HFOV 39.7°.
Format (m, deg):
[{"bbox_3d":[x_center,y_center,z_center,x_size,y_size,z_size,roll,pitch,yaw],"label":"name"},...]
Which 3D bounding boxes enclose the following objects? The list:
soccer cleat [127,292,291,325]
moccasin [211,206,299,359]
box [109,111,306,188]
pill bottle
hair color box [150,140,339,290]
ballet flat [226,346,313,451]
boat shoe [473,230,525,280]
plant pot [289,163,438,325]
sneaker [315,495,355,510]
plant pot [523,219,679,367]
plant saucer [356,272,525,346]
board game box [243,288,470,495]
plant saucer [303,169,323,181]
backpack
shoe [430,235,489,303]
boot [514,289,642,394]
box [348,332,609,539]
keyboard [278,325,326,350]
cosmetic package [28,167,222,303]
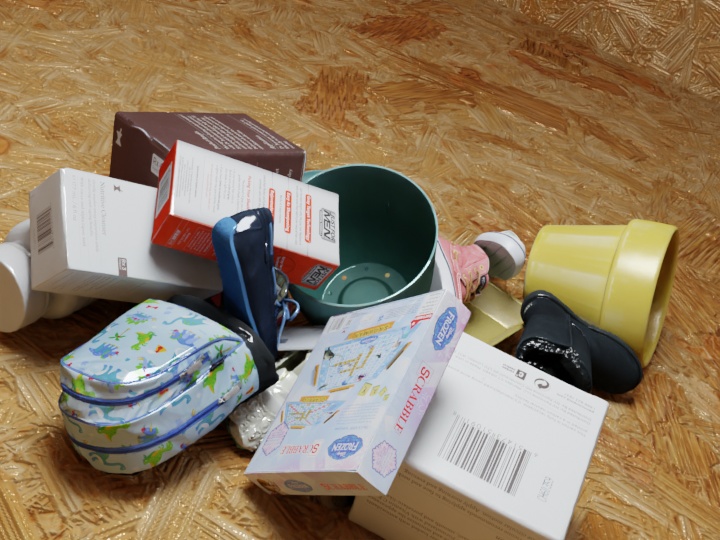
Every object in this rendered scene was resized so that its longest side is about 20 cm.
[{"bbox_3d":[-0.179,0.043,1.193,0.196,0.073,0.069,1,65,5],"label":"soccer cleat"},{"bbox_3d":[-0.100,0.023,1.037,0.068,0.202,0.080,-29,53,-24],"label":"moccasin"},{"bbox_3d":[-0.202,-0.102,1.289,0.198,0.167,0.165,-6,28,-37],"label":"box"},{"bbox_3d":[-0.337,-0.011,1.126,0.113,0.116,0.200,29,33,17],"label":"pill bottle"},{"bbox_3d":[-0.121,-0.058,1.086,0.198,0.061,0.103,17,52,-25],"label":"hair color box"},{"bbox_3d":[-0.081,0.122,1.102,0.071,0.073,0.200,26,29,11],"label":"ballet flat"},{"bbox_3d":[0.199,-0.030,1.426,0.066,0.200,0.074,-36,94,-13],"label":"boat shoe"},{"bbox_3d":[0.000,0.000,1.227,0.197,0.162,0.203,-3,56,5],"label":"plant pot"},{"bbox_3d":[-0.022,0.185,1.065,0.074,0.072,0.200,8,22,18],"label":"sneaker"},{"bbox_3d":[0.341,0.017,1.435,0.186,0.204,0.200,14,26,23],"label":"plant pot"},{"bbox_3d":[0.115,0.053,1.366,0.199,0.049,0.199,36,34,25],"label":"plant saucer"},{"bbox_3d":[-0.005,0.121,0.966,0.041,0.199,0.201,42,60,-21],"label":"board game box"},{"bbox_3d":[-0.021,-0.089,1.532,0.197,0.036,0.201,16,30,-9],"label":"plant saucer"},{"bbox_3d":[-0.204,0.110,0.986,0.162,0.155,0.200,22,54,32],"label":"backpack"},{"bbox_3d":[0.130,0.015,1.317,0.090,0.072,0.201,10,28,-11],"label":"shoe"},{"bbox_3d":[0.281,0.124,1.280,0.199,0.077,0.169,38,25,-6],"label":"boot"},{"bbox_3d":[0.122,0.194,1.016,0.197,0.132,0.201,26,42,9],"label":"box"},{"bbox_3d":[-0.092,0.080,1.142,0.197,0.011,0.056,-4,23,14],"label":"keyboard"},{"bbox_3d":[-0.250,-0.029,1.077,0.198,0.081,0.115,7,68,-45],"label":"cosmetic package"}]
